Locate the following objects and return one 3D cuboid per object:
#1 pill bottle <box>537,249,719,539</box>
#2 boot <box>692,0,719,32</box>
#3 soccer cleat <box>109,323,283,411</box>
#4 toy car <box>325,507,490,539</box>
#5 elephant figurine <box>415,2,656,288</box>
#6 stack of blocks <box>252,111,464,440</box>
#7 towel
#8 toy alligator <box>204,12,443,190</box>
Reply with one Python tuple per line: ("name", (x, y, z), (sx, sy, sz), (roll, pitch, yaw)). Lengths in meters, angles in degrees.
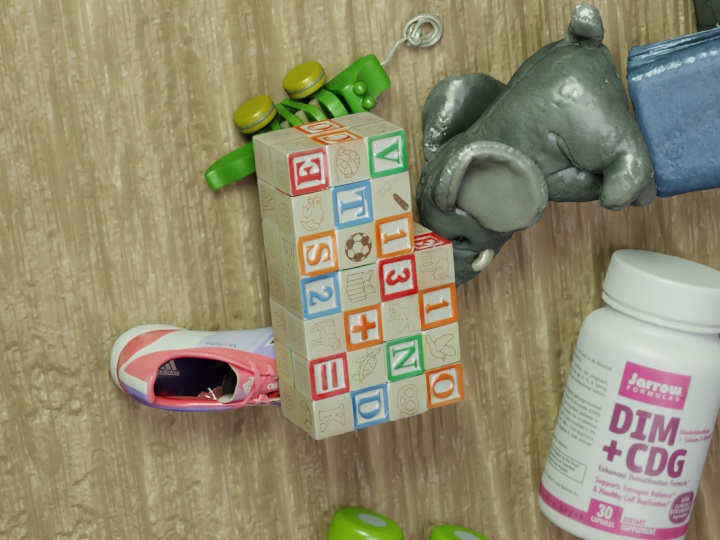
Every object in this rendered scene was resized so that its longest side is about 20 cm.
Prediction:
("pill bottle", (0.205, 0.094, 1.823), (0.113, 0.113, 0.201), (7, 104, -23))
("boot", (0.324, -0.223, 1.792), (0.199, 0.077, 0.139), (-27, 110, -13))
("soccer cleat", (-0.071, 0.071, 1.729), (0.199, 0.073, 0.069), (0, 107, -21))
("toy car", (0.045, 0.287, 1.774), (0.157, 0.200, 0.165), (12, 102, -24))
("elephant figurine", (0.095, -0.069, 1.728), (0.199, 0.142, 0.156), (-21, 85, 3))
("stack of blocks", (0.000, 0.000, 1.679), (0.115, 0.059, 0.201), (-14, 110, -23))
("towel", (0.289, -0.124, 1.759), (0.199, 0.049, 0.112), (-14, 110, 3))
("toy alligator", (-0.018, -0.112, 1.701), (0.200, 0.054, 0.059), (-35, 116, -8))
